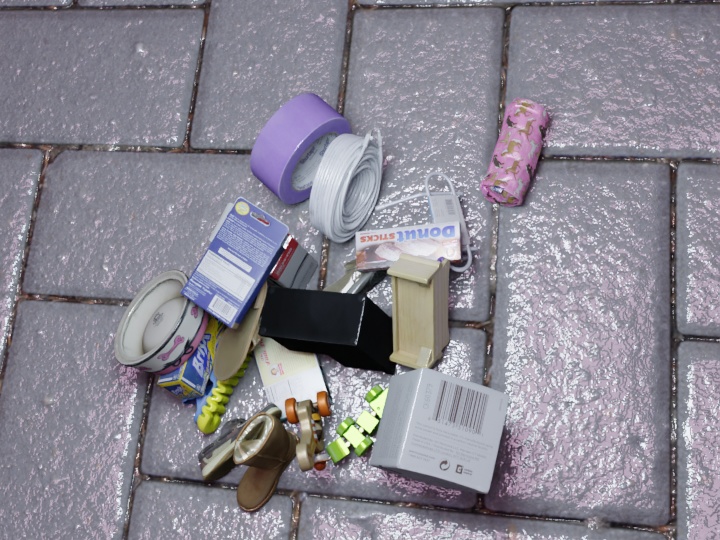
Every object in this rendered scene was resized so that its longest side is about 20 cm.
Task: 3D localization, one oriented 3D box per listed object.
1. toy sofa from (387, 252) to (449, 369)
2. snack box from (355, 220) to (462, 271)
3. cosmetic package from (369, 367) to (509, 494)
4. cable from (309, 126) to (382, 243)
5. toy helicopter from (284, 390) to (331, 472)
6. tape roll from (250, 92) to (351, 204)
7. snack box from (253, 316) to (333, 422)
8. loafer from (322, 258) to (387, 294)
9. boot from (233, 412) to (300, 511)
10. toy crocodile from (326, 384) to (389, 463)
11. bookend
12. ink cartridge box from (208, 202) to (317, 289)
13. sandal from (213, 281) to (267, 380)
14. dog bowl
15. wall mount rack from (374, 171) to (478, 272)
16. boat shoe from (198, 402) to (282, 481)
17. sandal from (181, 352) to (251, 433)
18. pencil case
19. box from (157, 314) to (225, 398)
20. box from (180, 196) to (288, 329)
[{"bbox_3d":[0.105,0.069,1.638,0.082,0.203,0.098,13,34,26],"label":"toy sofa"},{"bbox_3d":[0.088,-0.043,1.659,0.196,0.024,0.073,-6,75,16],"label":"snack box"},{"bbox_3d":[0.129,0.273,1.539,0.162,0.200,0.168,18,75,-8],"label":"cosmetic package"},{"bbox_3d":[-0.027,-0.157,1.720,0.068,0.201,0.201,24,60,22],"label":"cable"},{"bbox_3d":[-0.089,0.304,1.591,0.077,0.200,0.135,-12,101,6],"label":"toy helicopter"},{"bbox_3d":[-0.114,-0.235,1.760,0.085,0.200,0.200,41,85,19],"label":"tape roll"},{"bbox_3d":[-0.137,0.175,1.728,0.114,0.037,0.203,-20,71,4],"label":"snack box"},{"bbox_3d":[0.000,0.000,1.733,0.200,0.075,0.070,-45,72,-7],"label":"loafer"},{"bbox_3d":[-0.187,0.339,1.603,0.065,0.200,0.177,29,81,18],"label":"boot"},{"bbox_3d":[0.018,0.276,1.662,0.067,0.062,0.200,41,81,18],"label":"toy crocodile"},{"bbox_3d":[-0.050,0.112,1.664,0.195,0.200,0.094,4,71,25],"label":"bookend"},{"bbox_3d":[-0.178,-0.034,1.714,0.143,0.200,0.085,28,84,17],"label":"ink cartridge box"},{"bbox_3d":[-0.200,0.108,1.669,0.077,0.069,0.215,30,105,41],"label":"sandal"},{"bbox_3d":[-0.364,0.103,1.687,0.198,0.074,0.203,-27,42,28],"label":"dog bowl"},{"bbox_3d":[0.127,-0.079,1.704,0.171,0.075,0.204,-4,70,-24],"label":"wall mount rack"},{"bbox_3d":[-0.230,0.306,1.678,0.201,0.071,0.066,-45,65,14],"label":"boat shoe"},{"bbox_3d":[-0.277,0.202,1.730,0.086,0.080,0.202,25,78,21],"label":"sandal"},{"bbox_3d":[0.296,-0.226,1.740,0.082,0.086,0.203,8,73,46],"label":"pencil case"},{"bbox_3d":[-0.312,0.136,1.720,0.069,0.064,0.203,-13,51,36],"label":"box"},{"bbox_3d":[-0.216,-0.014,1.596,0.120,0.032,0.202,31,89,17],"label":"box"}]
